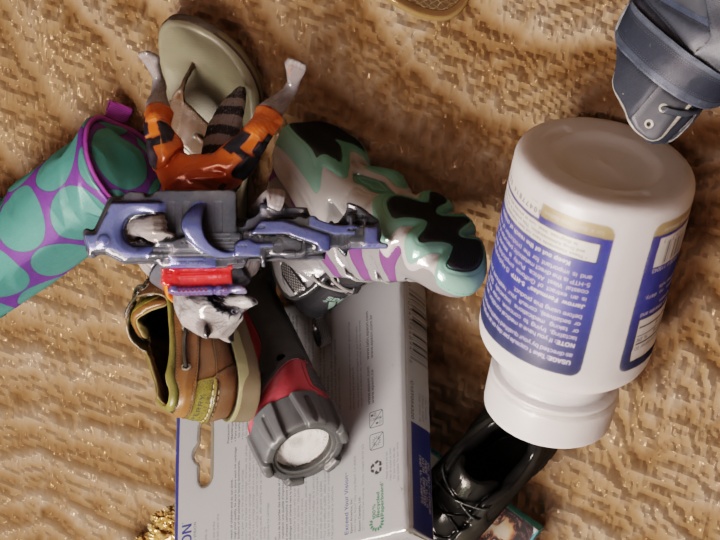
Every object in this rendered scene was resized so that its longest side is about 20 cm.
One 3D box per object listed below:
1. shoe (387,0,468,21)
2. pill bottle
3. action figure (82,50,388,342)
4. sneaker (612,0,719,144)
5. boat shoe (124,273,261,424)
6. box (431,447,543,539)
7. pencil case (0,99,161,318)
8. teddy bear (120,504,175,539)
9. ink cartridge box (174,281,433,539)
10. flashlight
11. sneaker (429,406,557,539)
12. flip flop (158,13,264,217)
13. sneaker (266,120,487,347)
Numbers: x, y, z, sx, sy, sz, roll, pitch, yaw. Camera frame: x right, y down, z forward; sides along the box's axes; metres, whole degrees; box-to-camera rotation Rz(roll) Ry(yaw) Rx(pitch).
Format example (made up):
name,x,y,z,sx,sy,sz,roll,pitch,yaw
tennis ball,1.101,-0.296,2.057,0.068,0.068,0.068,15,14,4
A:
name,x,y,z,sx,sy,sz,roll,pitch,yaw
shoe,-0.003,-0.243,1.476,0.200,0.053,0.070,44,96,-3
pill bottle,0.142,0.012,1.481,0.119,0.120,0.201,22,124,18
action figure,-0.077,-0.044,1.506,0.199,0.105,0.194,7,77,2
sneaker,0.247,-0.120,1.368,0.202,0.077,0.146,38,117,19
boat shoe,-0.128,0.024,1.558,0.200,0.068,0.072,-118,37,-47
box,0.030,0.165,1.649,0.200,0.049,0.082,34,92,9
pencil case,-0.237,-0.041,1.691,0.085,0.093,0.200,24,139,-38
teddy bear,-0.114,0.243,1.785,0.199,0.067,0.145,-3,116,32
ink cartridge box,-0.042,0.119,1.601,0.199,0.197,0.043,-18,149,30
flashlight,-0.072,0.060,1.586,0.200,0.067,0.068,-120,34,-41
sneaker,0.062,0.164,1.574,0.076,0.091,0.200,37,92,7
flip flop,-0.118,-0.088,1.615,0.081,0.058,0.201,18,123,21
sneaker,0.000,0.000,1.551,0.200,0.078,0.140,41,122,39
